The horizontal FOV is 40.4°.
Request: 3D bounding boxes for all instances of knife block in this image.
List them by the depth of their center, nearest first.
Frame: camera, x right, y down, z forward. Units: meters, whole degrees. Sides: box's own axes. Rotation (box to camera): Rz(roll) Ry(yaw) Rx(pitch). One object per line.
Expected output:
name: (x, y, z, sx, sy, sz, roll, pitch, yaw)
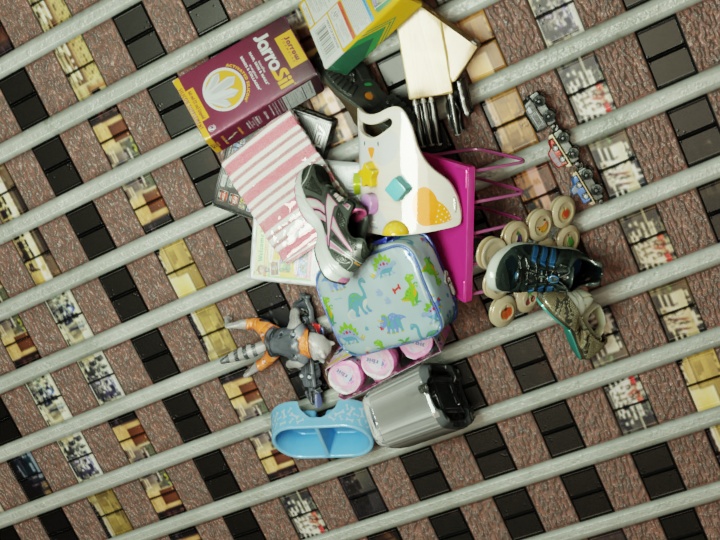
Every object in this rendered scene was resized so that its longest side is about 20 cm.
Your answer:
knife block: (0.095, -0.297, 1.489, 0.199, 0.064, 0.176, 36, 110, 1)

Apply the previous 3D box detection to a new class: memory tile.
memory tile: (0.261, -0.015, 1.477, 0.017, 0.199, 0.154, 23, 135, 52)

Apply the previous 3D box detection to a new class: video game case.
video game case: (-0.082, -0.077, 1.555, 0.181, 0.022, 0.202, 6, 97, 11)

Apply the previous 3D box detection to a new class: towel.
towel: (-0.112, -0.130, 1.533, 0.146, 0.030, 0.201, -34, 85, 12)

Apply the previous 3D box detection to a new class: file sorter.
file sorter: (0.168, -0.077, 1.486, 0.125, 0.139, 0.202, -11, 111, -29)

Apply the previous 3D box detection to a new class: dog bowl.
dog bowl: (-0.062, 0.276, 1.681, 0.198, 0.050, 0.112, -5, 134, 14)

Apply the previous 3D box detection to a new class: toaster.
toaster: (0.091, 0.221, 1.579, 0.129, 0.200, 0.114, -26, 75, 20)

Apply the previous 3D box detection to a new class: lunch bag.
lunch bag: (0.038, 0.032, 1.463, 0.199, 0.082, 0.162, -18, 100, 36)

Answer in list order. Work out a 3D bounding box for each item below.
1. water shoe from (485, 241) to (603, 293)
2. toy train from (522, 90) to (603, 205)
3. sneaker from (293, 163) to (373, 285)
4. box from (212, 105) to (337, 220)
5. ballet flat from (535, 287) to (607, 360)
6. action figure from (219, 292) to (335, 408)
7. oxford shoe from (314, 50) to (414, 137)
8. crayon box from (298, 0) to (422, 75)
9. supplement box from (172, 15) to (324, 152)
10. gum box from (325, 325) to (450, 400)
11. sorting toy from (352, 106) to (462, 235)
water shoe: (0.273, -0.003, 1.429, 0.079, 0.199, 0.072, 22, 114, 52)
toy train: (0.307, -0.181, 1.490, 0.046, 0.034, 0.201, -32, 97, 23)
sneaker: (-0.028, -0.080, 1.431, 0.086, 0.080, 0.201, -36, 59, 25)
box: (-0.140, -0.175, 1.592, 0.159, 0.044, 0.201, 21, 110, 7)
ballet flat: (0.333, 0.069, 1.505, 0.075, 0.068, 0.200, -36, 137, 8)
action figure: (-0.129, 0.149, 1.656, 0.192, 0.104, 0.202, -9, 97, 29)
oxford shoe: (-0.005, -0.263, 1.518, 0.200, 0.072, 0.085, 50, 155, 14)
crayon box: (0.008, -0.400, 1.436, 0.200, 0.051, 0.126, -37, 65, 34)
supplement box: (-0.170, -0.284, 1.503, 0.199, 0.086, 0.111, -30, 82, 1)
gum box: (0.041, 0.129, 1.603, 0.199, 0.114, 0.066, -29, 98, 20)
sorting toy: (0.040, -0.151, 1.436, 0.106, 0.200, 0.181, -17, 105, -28)
